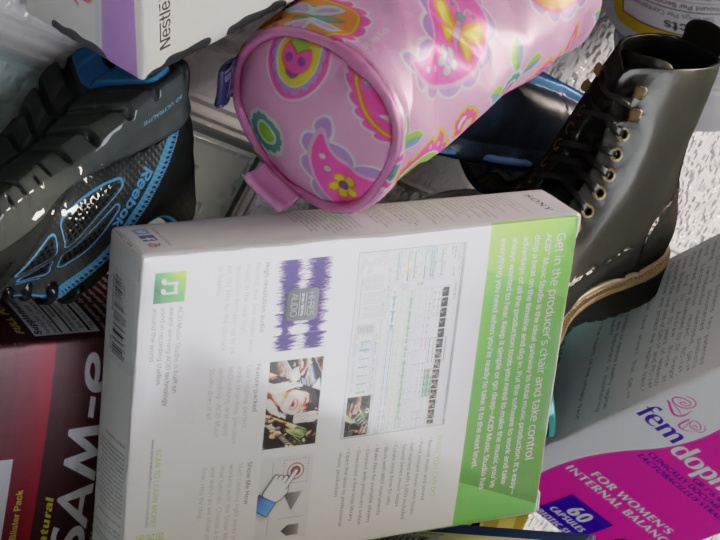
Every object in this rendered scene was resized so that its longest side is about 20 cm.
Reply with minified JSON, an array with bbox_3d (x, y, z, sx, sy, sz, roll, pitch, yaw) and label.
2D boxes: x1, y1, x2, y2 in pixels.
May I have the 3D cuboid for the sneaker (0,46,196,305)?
[{"bbox_3d":[-0.134,-0.012,0.882,0.200,0.073,0.082,-34,130,-33],"label":"sneaker"}]

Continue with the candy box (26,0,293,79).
[{"bbox_3d":[-0.035,-0.191,0.875,0.200,0.072,0.168,-32,140,-34],"label":"candy box"}]

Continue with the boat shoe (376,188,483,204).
[{"bbox_3d":[0.000,0.000,1.096,0.200,0.072,0.066,-28,136,-32],"label":"boat shoe"}]

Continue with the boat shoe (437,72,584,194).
[{"bbox_3d":[0.069,-0.069,1.133,0.200,0.084,0.069,19,101,-41],"label":"boat shoe"}]

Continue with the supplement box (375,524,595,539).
[{"bbox_3d":[-0.017,0.190,0.951,0.200,0.200,0.134,-25,116,-71],"label":"supplement box"}]

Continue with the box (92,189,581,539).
[{"bbox_3d":[-0.009,0.045,0.944,0.200,0.036,0.144,-5,115,-26],"label":"box"}]

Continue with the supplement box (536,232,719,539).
[{"bbox_3d":[0.171,0.060,1.144,0.101,0.200,0.103,38,47,-21],"label":"supplement box"}]

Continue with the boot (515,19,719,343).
[{"bbox_3d":[0.088,-0.037,1.048,0.200,0.077,0.138,-30,143,-50],"label":"boot"}]

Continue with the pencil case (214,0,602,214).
[{"bbox_3d":[0.025,-0.094,0.962,0.200,0.087,0.087,-41,146,-48],"label":"pencil case"}]

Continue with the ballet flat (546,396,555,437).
[{"bbox_3d":[0.061,0.027,1.163,0.200,0.064,0.067,-88,172,-62],"label":"ballet flat"}]

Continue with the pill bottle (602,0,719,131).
[{"bbox_3d":[0.175,-0.174,1.140,0.114,0.114,0.200,-38,143,-30],"label":"pill bottle"}]

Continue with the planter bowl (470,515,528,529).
[{"bbox_3d":[0.035,0.118,1.226,0.200,0.083,0.201,-33,140,-34],"label":"planter bowl"}]

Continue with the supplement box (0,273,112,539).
[{"bbox_3d":[-0.092,0.059,0.968,0.200,0.061,0.109,-5,117,-32],"label":"supplement box"}]
